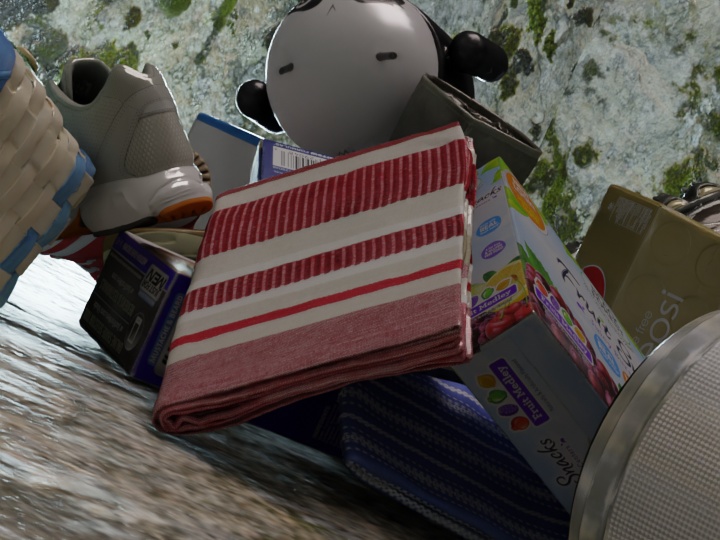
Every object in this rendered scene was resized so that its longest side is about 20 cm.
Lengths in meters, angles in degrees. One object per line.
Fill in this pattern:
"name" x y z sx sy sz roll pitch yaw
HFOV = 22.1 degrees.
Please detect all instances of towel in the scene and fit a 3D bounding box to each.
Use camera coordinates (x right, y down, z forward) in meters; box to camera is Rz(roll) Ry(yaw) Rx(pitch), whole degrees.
"towel" 0.053 0.073 0.944 0.144 0.024 0.200 29 23 -14
"towel" -0.015 0.000 0.861 0.200 0.143 0.023 -82 154 -59

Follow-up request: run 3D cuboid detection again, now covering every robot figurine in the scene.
"robot figurine" 0.009 -0.128 1.268 0.125 0.150 0.200 42 7 15

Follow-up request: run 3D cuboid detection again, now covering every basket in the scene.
"basket" -0.239 -0.081 0.879 0.176 0.140 0.200 27 -7 43

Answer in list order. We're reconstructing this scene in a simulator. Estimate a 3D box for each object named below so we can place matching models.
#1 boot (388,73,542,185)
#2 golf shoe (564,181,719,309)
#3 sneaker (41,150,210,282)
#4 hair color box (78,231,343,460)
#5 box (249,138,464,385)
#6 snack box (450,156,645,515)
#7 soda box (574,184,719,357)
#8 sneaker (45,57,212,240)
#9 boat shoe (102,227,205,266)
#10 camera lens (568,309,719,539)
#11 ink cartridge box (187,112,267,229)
"boot" 0.053 0.004 1.156 0.182 0.200 0.073 41 8 18
"golf shoe" 0.176 0.017 1.141 0.094 0.199 0.078 37 -25 47
"sneaker" -0.195 -0.033 1.142 0.198 0.072 0.113 0 -19 -8
"hair color box" -0.043 0.051 1.006 0.199 0.065 0.109 23 3 -26
"box" 0.000 0.000 0.964 0.120 0.033 0.200 14 27 -10
"snack box" 0.108 0.060 0.909 0.200 0.053 0.143 51 16 -28
"soda box" 0.141 0.057 1.075 0.067 0.201 0.064 24 5 -24
"sneaker" -0.151 -0.064 0.985 0.075 0.093 0.199 -14 5 -42
"boat shoe" -0.055 0.014 1.096 0.198 0.065 0.073 3 -9 2
"camera lens" 0.192 0.113 0.712 0.199 0.161 0.160 26 2 43
"ink cartridge box" -0.035 0.000 1.324 0.147 0.145 0.200 25 2 40
